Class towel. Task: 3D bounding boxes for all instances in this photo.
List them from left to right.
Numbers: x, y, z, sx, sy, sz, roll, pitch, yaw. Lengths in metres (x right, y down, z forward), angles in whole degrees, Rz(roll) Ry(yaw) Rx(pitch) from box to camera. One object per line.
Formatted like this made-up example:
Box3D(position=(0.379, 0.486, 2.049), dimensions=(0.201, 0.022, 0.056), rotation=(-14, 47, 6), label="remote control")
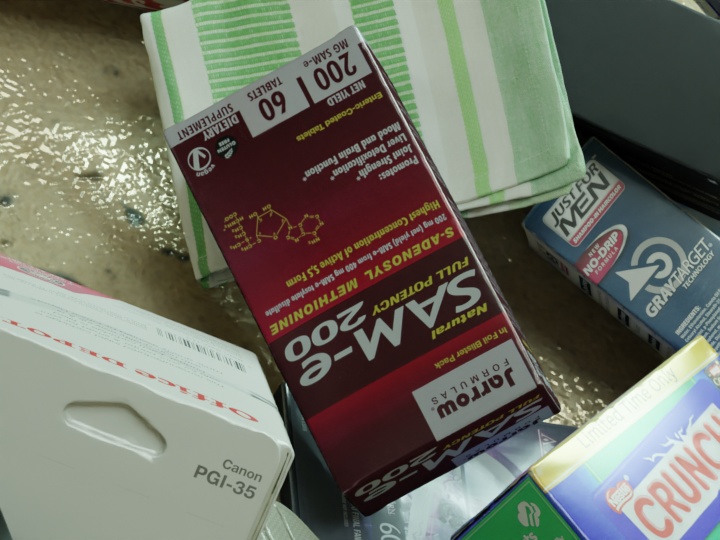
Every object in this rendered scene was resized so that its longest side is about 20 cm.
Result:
Box3D(position=(-0.001, -0.085, 1.462), dimensions=(0.199, 0.023, 0.153), rotation=(-16, 76, 9), label="towel")

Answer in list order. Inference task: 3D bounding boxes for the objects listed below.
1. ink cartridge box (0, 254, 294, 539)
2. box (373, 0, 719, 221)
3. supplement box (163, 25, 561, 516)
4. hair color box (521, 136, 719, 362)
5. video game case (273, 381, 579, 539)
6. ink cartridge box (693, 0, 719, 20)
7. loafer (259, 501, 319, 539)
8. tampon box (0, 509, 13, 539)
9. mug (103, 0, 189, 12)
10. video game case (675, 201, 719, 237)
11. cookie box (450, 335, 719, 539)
Box3D(position=(-0.116, 0.064, 1.272), dimensions=(0.146, 0.083, 0.200), rotation=(22, 6, -9), label="ink cartridge box")
Box3D(position=(0.121, -0.103, 1.525), dimensions=(0.199, 0.141, 0.079), rotation=(26, 89, 15), label="box")
Box3D(position=(0.000, 0.000, 1.397), dimensions=(0.109, 0.061, 0.201), rotation=(-29, 72, 4), label="supplement box")
Box3D(position=(0.177, 0.022, 1.509), dimensions=(0.200, 0.100, 0.061), rotation=(39, 88, 8), label="hair color box")
Box3D(position=(0.058, 0.129, 1.426), dimensions=(0.199, 0.019, 0.143), rotation=(9, 50, -19), label="video game case")
Box3D(position=(0.204, -0.153, 1.599), dimensions=(0.198, 0.043, 0.200), rotation=(41, 6, -42), label="ink cartridge box")
Box3D(position=(-0.004, 0.195, 1.319), dimensions=(0.200, 0.063, 0.072), rotation=(52, 19, 5), label="loafer")
Box3D(position=(-0.224, 0.194, 1.137), dimensions=(0.199, 0.150, 0.127), rotation=(-8, 58, -32), label="tampon box")
Box3D(position=(-0.114, -0.213, 1.546), dimensions=(0.199, 0.134, 0.178), rotation=(14, 50, -21), label="mug")
Box3D(position=(0.254, -0.012, 1.638), dimensions=(0.200, 0.022, 0.182), rotation=(-30, 70, -40), label="video game case")
Box3D(position=(0.165, 0.152, 1.395), dimensions=(0.200, 0.075, 0.171), rotation=(49, 41, 7), label="cookie box")
